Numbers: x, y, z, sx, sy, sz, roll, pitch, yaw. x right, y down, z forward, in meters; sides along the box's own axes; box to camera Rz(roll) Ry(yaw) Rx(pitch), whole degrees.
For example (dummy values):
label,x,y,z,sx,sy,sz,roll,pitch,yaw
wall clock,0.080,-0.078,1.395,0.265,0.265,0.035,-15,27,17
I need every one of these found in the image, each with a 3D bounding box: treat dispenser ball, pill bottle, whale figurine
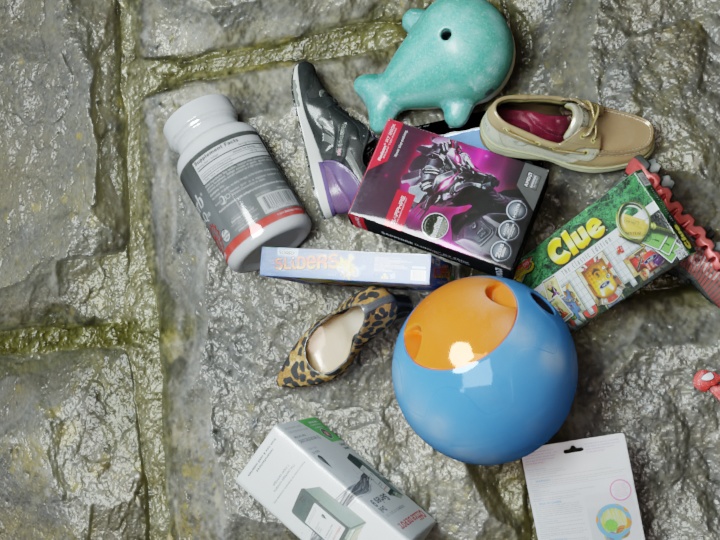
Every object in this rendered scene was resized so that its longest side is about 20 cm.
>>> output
label,x,y,z,sx,sy,sz,roll,pitch,yaw
treat dispenser ball,0.133,0.107,1.062,0.199,0.201,0.203,-1,86,17
pill bottle,-0.154,-0.108,1.210,0.115,0.116,0.201,-34,77,12
whale figurine,0.081,-0.241,1.150,0.199,0.104,0.160,-25,76,16

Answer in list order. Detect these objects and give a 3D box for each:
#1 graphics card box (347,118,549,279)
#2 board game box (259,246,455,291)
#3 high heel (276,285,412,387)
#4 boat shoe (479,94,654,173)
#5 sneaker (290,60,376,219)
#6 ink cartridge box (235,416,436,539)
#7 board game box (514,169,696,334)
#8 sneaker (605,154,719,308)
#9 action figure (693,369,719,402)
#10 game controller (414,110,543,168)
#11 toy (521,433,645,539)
label,x,y,z,sx,sy,sz,roll,pitch,yaw
graphics card box,0.099,-0.080,1.105,0.198,0.051,0.126,21,77,14
board game box,0.000,0.000,1.145,0.198,0.135,0.035,3,86,16
high heel,-0.038,0.081,1.146,0.199,0.142,0.072,-34,79,12
boat shoe,0.234,-0.156,1.097,0.198,0.066,0.075,2,72,1
sneaker,-0.026,-0.165,1.199,0.087,0.076,0.202,-15,76,4
ink cartridge box,-0.023,0.266,1.129,0.199,0.146,0.084,38,96,15
board game box,0.257,-0.010,1.076,0.200,0.023,0.105,-43,70,41
sneaker,0.337,-0.025,1.076,0.098,0.071,0.201,-40,77,15
action figure,0.455,0.114,1.032,0.198,0.065,0.100,10,98,17
game controller,0.115,-0.130,1.166,0.198,0.042,0.105,-10,83,16
toy,0.254,0.286,1.093,0.114,0.047,0.202,-11,86,13
